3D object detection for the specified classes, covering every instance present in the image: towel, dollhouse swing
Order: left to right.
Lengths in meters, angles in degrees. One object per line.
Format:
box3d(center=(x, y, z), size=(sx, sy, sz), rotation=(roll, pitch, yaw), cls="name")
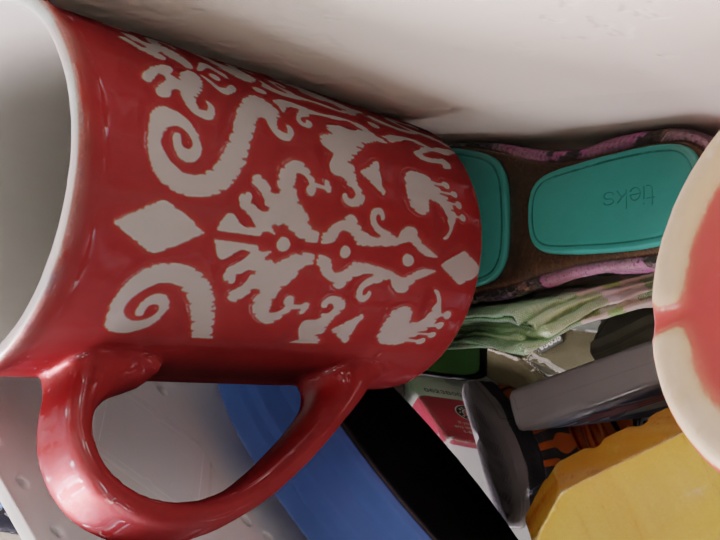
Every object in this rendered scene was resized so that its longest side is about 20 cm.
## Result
box3d(center=(0.118, 0.008, 0.805), size=(0.198, 0.024, 0.152), rotation=(-13, -176, -25), cls="towel")
box3d(center=(0.170, 0.086, 0.834), size=(0.199, 0.176, 0.182), rotation=(-28, -156, 12), cls="dollhouse swing")

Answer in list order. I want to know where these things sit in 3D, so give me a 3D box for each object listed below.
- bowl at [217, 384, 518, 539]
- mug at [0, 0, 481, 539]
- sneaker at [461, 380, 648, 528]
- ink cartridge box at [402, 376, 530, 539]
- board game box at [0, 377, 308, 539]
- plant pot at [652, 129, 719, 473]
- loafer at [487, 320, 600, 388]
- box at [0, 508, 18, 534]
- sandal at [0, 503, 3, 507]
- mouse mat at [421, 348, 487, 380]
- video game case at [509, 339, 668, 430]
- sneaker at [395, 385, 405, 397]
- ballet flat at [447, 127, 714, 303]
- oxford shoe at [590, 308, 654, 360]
box3d(center=(0.017, 0.102, 0.807), size=(0.201, 0.039, 0.201), rotation=(48, -172, -8), cls="bowl")
box3d(center=(-0.064, 0.003, 0.674), size=(0.199, 0.179, 0.133), rotation=(9, 180, -43), cls="mug")
box3d(center=(0.115, 0.082, 0.944), size=(0.111, 0.078, 0.200), rotation=(-16, 175, 2), cls="sneaker")
box3d(center=(0.062, 0.095, 1.177), size=(0.144, 0.084, 0.200), rotation=(12, -156, -28), cls="ink cartridge box")
box3d(center=(-0.089, 0.078, 0.712), size=(0.026, 0.200, 0.199), rotation=(-45, 153, 18), cls="board game box")
box3d(center=(0.197, 0.025, 0.560), size=(0.177, 0.202, 0.200), rotation=(24, 163, -36), cls="plant pot")
box3d(center=(0.098, 0.047, 1.115), size=(0.198, 0.070, 0.075), rotation=(7, -174, 7), cls="loafer")
box3d(center=(-0.205, 0.029, 0.898), size=(0.199, 0.118, 0.197), rotation=(12, -162, -32), cls="box")
box3d(center=(-0.150, 0.069, 0.764), size=(0.199, 0.080, 0.087), rotation=(29, -156, -38), cls="sandal")
box3d(center=(-0.008, 0.020, 1.015), size=(0.159, 0.008, 0.200), rotation=(7, -163, 3), cls="mouse mat")
box3d(center=(0.198, 0.035, 0.837), size=(0.199, 0.023, 0.181), rotation=(-24, 165, 41), cls="video game case")
box3d(center=(-0.063, 0.041, 1.117), size=(0.199, 0.076, 0.091), rotation=(26, 172, 26), cls="sneaker")
box3d(center=(0.078, -0.020, 0.745), size=(0.199, 0.070, 0.071), rotation=(-5, 168, 40), cls="ballet flat")
box3d(center=(0.155, 0.021, 0.949), size=(0.074, 0.058, 0.200), rotation=(-4, 177, 5), cls="oxford shoe")
